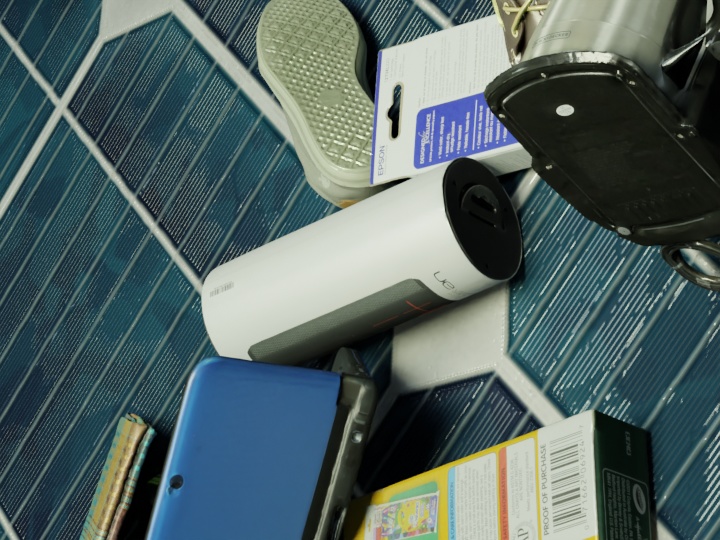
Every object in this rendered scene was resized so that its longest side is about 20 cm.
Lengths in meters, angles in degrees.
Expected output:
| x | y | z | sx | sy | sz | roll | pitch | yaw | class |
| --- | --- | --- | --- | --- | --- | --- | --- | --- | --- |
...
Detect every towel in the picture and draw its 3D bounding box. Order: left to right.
| x | y | z | sx | sy | sz | roll | pitch | yaw | class |
| --- | --- | --- | --- | --- | --- | --- | --- | --- | --- |
| -0.166 | 0.167 | 1.602 | 0.200 | 0.022 | 0.148 | 164 | 124 | -82 | towel |

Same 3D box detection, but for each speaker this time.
| x | y | z | sx | sy | sz | roll | pitch | yaw | class |
| --- | --- | --- | --- | --- | --- | --- | --- | --- | --- |
| 0.000 | 0.000 | 1.499 | 0.199 | 0.081 | 0.082 | -23 | 57 | 33 | speaker |

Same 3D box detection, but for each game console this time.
| x | y | z | sx | sy | sz | roll | pitch | yaw | class |
| --- | --- | --- | --- | --- | --- | --- | --- | --- | --- |
| -0.070 | 0.142 | 1.436 | 0.171 | 0.117 | 0.202 | -124 | 49 | -80 | game console |

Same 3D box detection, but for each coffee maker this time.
| x | y | z | sx | sy | sz | roll | pitch | yaw | class |
| --- | --- | --- | --- | --- | --- | --- | --- | --- | --- |
| 0.174 | -0.125 | 1.323 | 0.134 | 0.193 | 0.201 | 8 | 57 | 28 | coffee maker |

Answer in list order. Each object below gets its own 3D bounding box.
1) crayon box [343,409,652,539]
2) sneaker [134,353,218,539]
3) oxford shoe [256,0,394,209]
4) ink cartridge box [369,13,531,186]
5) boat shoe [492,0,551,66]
| x | y | z | sx | sy | sz | roll | pitch | yaw | class |
| --- | --- | --- | --- | --- | --- | --- | --- | --- | --- |
| 0.075 | 0.169 | 1.376 | 0.199 | 0.051 | 0.127 | -24 | 56 | 40 | crayon box |
| -0.098 | 0.137 | 1.565 | 0.071 | 0.082 | 0.201 | 6 | 76 | 51 | sneaker |
| -0.023 | -0.112 | 1.610 | 0.058 | 0.075 | 0.201 | 84 | 169 | -47 | oxford shoe |
| 0.091 | -0.109 | 1.482 | 0.199 | 0.037 | 0.095 | -12 | 65 | 38 | ink cartridge box |
| 0.107 | -0.162 | 1.423 | 0.072 | 0.059 | 0.202 | -22 | 58 | 35 | boat shoe |
